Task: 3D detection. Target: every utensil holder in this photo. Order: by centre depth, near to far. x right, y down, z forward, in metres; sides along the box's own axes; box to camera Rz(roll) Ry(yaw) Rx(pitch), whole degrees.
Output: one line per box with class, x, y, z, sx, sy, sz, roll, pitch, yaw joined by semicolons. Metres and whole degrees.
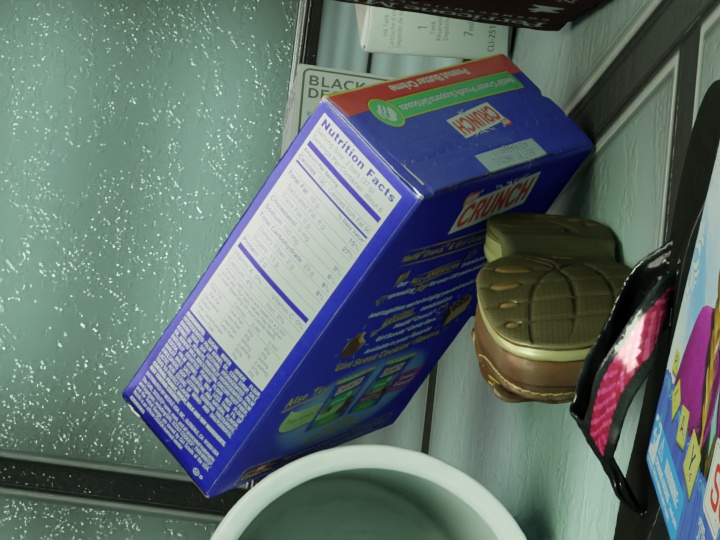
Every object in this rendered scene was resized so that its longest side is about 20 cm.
utensil holder;-0.003;0.175;1.280;0.200;0.169;0.171;124;154;-83

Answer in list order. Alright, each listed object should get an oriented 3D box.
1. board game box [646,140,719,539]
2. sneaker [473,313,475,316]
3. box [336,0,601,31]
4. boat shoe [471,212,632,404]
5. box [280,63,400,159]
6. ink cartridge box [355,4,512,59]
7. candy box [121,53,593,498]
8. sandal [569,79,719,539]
board game box;0.135;0.016;0.745;0.200;0.041;0.201;-97;16;-67
sneaker;0.050;-0.050;1.516;0.200;0.075;0.088;-94;19;-62
box;0.050;-0.220;1.267;0.200;0.165;0.165;159;118;-84
boat shoe;0.084;0.027;1.118;0.200;0.072;0.068;-80;-6;-76
box;0.000;-0.036;1.753;0.060;0.116;0.201;109;168;-61
ink cartridge box;0.002;-0.185;1.632;0.200;0.172;0.044;-97;11;-68
candy box;0.000;0.000;1.239;0.169;0.077;0.200;-17;-32;-56
sandal;0.108;0.025;0.971;0.075;0.045;0.201;-110;29;-77
